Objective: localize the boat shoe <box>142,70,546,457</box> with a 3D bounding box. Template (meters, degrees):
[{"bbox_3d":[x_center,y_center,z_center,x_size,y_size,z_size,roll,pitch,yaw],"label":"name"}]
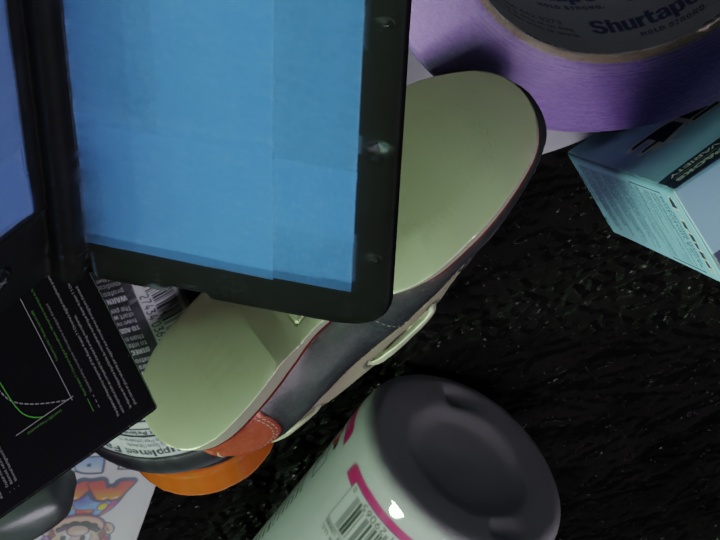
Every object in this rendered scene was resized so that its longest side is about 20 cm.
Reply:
[{"bbox_3d":[0.000,0.000,0.973,0.200,0.071,0.062,-44,153,22],"label":"boat shoe"}]

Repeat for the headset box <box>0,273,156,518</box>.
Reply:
[{"bbox_3d":[-0.207,0.055,0.932,0.200,0.174,0.093,-35,112,-24],"label":"headset box"}]

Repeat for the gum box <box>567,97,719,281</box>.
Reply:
[{"bbox_3d":[0.178,-0.068,1.004,0.169,0.200,0.045,-33,99,-1],"label":"gum box"}]

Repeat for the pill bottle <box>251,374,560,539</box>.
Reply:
[{"bbox_3d":[0.001,0.154,1.267,0.113,0.114,0.200,11,133,-33],"label":"pill bottle"}]

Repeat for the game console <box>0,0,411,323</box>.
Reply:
[{"bbox_3d":[-0.085,-0.022,0.767,0.171,0.118,0.201,-41,154,-26],"label":"game console"}]

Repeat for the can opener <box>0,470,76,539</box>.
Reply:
[{"bbox_3d":[-0.216,0.091,1.086,0.199,0.067,0.054,-9,135,10],"label":"can opener"}]

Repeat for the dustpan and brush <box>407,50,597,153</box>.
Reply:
[{"bbox_3d":[0.024,-0.078,1.059,0.200,0.057,0.139,-39,126,14],"label":"dustpan and brush"}]

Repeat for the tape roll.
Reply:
[{"bbox_3d":[0.093,-0.152,0.944,0.199,0.066,0.201,-8,128,-11],"label":"tape roll"}]

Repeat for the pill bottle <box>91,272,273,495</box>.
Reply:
[{"bbox_3d":[-0.089,0.013,1.068,0.106,0.107,0.200,-19,142,0],"label":"pill bottle"}]

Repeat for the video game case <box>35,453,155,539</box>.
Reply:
[{"bbox_3d":[-0.201,0.123,1.216,0.199,0.024,0.183,0,138,-22],"label":"video game case"}]
